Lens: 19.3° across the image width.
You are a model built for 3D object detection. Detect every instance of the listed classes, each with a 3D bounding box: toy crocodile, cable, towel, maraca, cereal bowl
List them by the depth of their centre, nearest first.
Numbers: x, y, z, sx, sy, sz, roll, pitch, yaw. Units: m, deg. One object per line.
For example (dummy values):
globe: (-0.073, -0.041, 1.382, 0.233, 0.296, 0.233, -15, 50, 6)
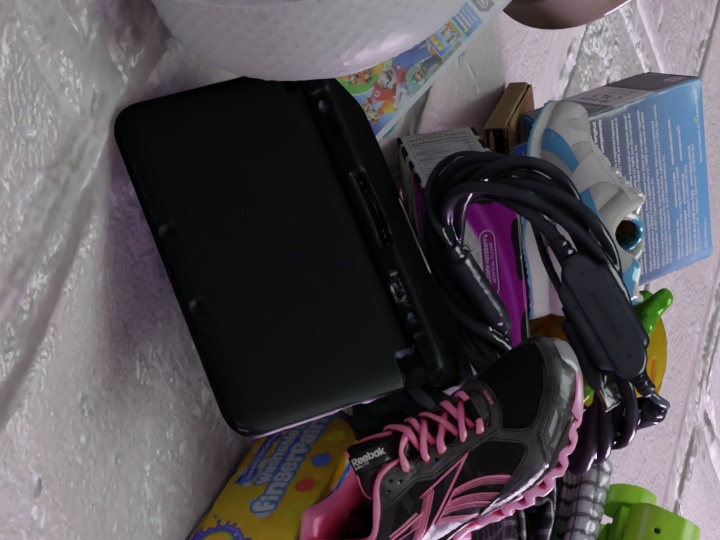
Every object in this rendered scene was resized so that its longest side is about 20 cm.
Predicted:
cereal bowl: (-0.018, -0.167, 1.176, 0.200, 0.199, 0.084, -62, 145, -43)
cable: (0.101, 0.020, 1.248, 0.051, 0.163, 0.200, -28, 81, -27)
maraca: (0.155, 0.063, 1.437, 0.137, 0.107, 0.200, -50, -179, -9)
toy crocodile: (0.184, 0.205, 1.494, 0.200, 0.062, 0.068, 112, -6, -62)
towel: (0.103, 0.223, 1.497, 0.200, 0.085, 0.166, 112, -8, -68)

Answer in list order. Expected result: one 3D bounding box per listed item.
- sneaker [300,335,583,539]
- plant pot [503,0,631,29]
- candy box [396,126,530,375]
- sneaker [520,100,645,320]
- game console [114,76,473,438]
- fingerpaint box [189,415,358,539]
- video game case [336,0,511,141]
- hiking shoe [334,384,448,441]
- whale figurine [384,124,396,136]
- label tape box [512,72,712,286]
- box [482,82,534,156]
sneaker: (0.041, 0.108, 1.194, 0.095, 0.200, 0.079, 24, 28, -37)
plant pot: (0.122, -0.299, 1.500, 0.173, 0.200, 0.201, 34, 59, -40)
candy box: (0.067, -0.009, 1.413, 0.200, 0.061, 0.137, -105, -172, -75)
sneaker: (0.148, -0.040, 1.410, 0.200, 0.080, 0.077, -84, 171, -48)
game console: (-0.033, -0.008, 1.212, 0.176, 0.116, 0.201, 35, 33, -74)
fingerpaint box: (-0.033, 0.199, 1.298, 0.200, 0.073, 0.167, -56, 138, -49)
video game case: (0.025, -0.186, 1.302, 0.200, 0.018, 0.143, -47, 125, -5)
hiking shoe: (-0.012, 0.044, 1.282, 0.200, 0.074, 0.087, 43, 34, -13)
whale figurine: (0.021, -0.187, 1.360, 0.159, 0.103, 0.201, 10, 82, -64)
label tape box: (0.170, -0.054, 1.572, 0.200, 0.063, 0.145, -20, 112, -36)
box: (0.119, -0.045, 1.593, 0.200, 0.021, 0.164, -57, 142, -73)
